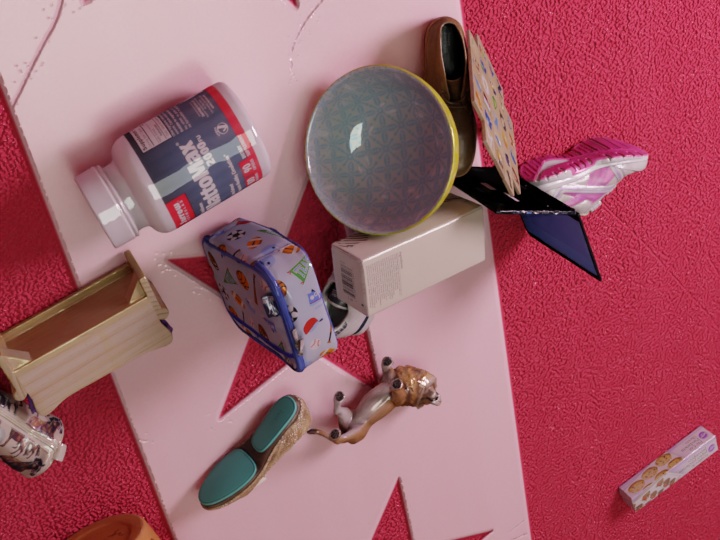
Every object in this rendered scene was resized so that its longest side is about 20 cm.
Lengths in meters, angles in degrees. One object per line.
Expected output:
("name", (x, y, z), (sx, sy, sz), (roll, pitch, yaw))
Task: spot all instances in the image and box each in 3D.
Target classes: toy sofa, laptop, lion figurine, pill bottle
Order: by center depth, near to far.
("pill bottle", (-0.212, -0.113, 1.124), (0.199, 0.120, 0.121), (-32, 124, -11))
("toy sofa", (-0.326, 0.073, 1.173), (0.198, 0.083, 0.098), (-31, 125, -12))
("laptop", (0.206, -0.065, 1.333), (0.197, 0.177, 0.105), (-1, 113, -28))
("lion figurine", (0.021, 0.195, 1.423), (0.198, 0.073, 0.123), (-30, 152, -4))

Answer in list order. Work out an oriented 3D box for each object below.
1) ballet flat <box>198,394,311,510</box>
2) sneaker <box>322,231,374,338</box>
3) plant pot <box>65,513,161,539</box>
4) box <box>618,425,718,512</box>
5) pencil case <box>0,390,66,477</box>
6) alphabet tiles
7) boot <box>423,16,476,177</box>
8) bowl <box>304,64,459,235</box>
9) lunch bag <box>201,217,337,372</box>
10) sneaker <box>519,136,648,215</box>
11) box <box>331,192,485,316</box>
("ballet flat", (-0.138, 0.260, 1.375), (0.200, 0.071, 0.065), (-45, 140, 2))
("sneaker", (0.000, 0.000, 1.299), (0.080, 0.076, 0.203), (-4, 118, -54))
("plant pot", (-0.317, 0.412, 1.286), (0.198, 0.200, 0.142), (-25, 106, -15))
("box", (0.558, 0.358, 1.804), (0.199, 0.041, 0.039), (-33, 124, -9))
("pencil case", (-0.434, 0.163, 1.154), (0.200, 0.089, 0.078), (45, 65, -35))
("alphabet tiles", (0.167, -0.197, 1.249), (0.006, 0.202, 0.167), (-16, 137, 20))
("boot", (0.110, -0.213, 1.247), (0.072, 0.076, 0.203), (-7, 104, -1))
("bowl", (0.041, -0.147, 1.229), (0.107, 0.198, 0.203), (-13, 126, -64))
("lunch bag", (-0.109, 0.032, 1.198), (0.075, 0.199, 0.162), (-28, 123, -23))
("sneaker", (0.320, -0.129, 1.429), (0.197, 0.082, 0.089), (-16, 121, -11))
("box", (0.063, -0.023, 1.251), (0.198, 0.068, 0.083), (-23, 122, -31))
